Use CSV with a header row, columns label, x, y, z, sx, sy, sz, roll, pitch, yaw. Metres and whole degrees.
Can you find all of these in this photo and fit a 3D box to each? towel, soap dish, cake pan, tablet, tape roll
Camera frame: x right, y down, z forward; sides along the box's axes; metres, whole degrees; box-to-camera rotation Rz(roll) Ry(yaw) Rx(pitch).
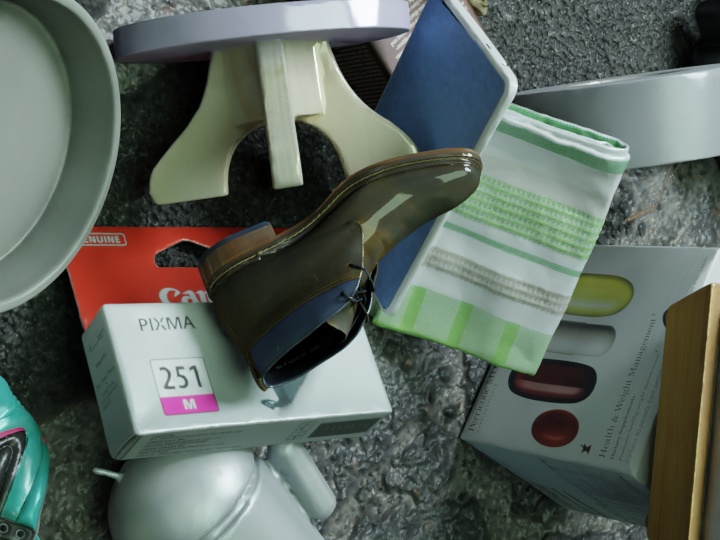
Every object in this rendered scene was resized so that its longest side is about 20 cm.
label,x,y,z,sx,sy,sz,roll,pitch,yaw
towel,0.100,-0.025,1.026,0.148,0.031,0.202,19,114,0
soap dish,0.282,0.116,0.983,0.156,0.081,0.203,7,88,-35
cake pan,-0.221,-0.074,0.821,0.200,0.036,0.202,-41,139,-48
tablet,0.039,-0.083,0.959,0.014,0.131,0.201,6,127,-31
tape roll,0.216,-0.122,1.096,0.199,0.199,0.067,-13,99,-34

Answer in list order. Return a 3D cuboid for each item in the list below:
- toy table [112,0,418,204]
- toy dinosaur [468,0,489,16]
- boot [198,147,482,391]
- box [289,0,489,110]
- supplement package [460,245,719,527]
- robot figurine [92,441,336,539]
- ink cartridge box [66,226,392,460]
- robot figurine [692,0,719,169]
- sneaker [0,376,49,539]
label,x,y,z,sx,sy,sz,roll,pitch,yaw
toy table,-0.060,-0.114,0.925,0.197,0.184,0.119,-6,94,8
toy dinosaur,0.080,-0.240,1.044,0.058,0.201,0.101,-39,131,19
boot,0.000,0.000,0.873,0.198,0.098,0.075,-26,151,6
box,0.019,-0.197,1.030,0.100,0.075,0.201,-44,114,-26
supplement package,0.224,0.095,1.112,0.147,0.199,0.193,34,72,-31
robot figurine,-0.095,0.185,0.937,0.169,0.113,0.201,-41,114,-11
ink cartridge box,-0.091,0.034,0.924,0.198,0.044,0.175,-1,60,-36
robot figurine,0.384,-0.170,1.260,0.201,0.149,0.125,61,21,-21
sneaker,-0.261,0.161,0.841,0.121,0.083,0.201,41,67,-19
